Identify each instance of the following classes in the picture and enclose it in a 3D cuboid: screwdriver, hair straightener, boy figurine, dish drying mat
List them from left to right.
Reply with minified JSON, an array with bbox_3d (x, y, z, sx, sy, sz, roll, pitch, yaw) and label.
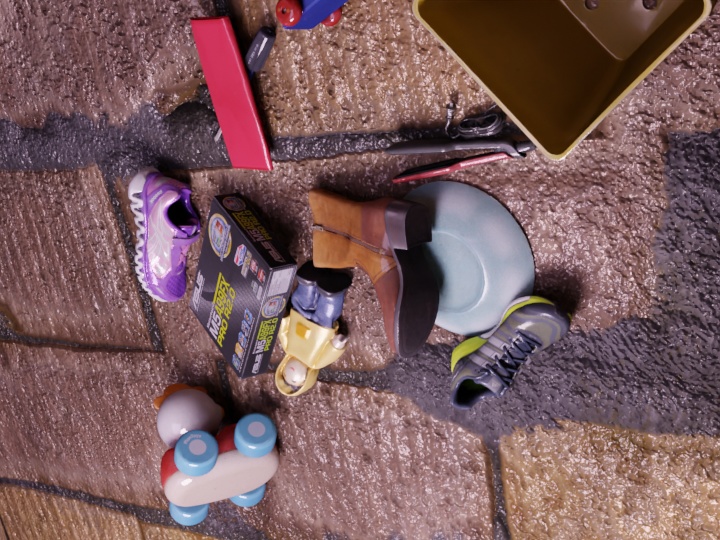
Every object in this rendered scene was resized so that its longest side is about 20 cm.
[{"bbox_3d":[-0.161,-0.221,1.308,0.077,0.018,0.201,8,124,40],"label":"dish drying mat"},{"bbox_3d":[-0.148,-0.230,1.321,0.029,0.028,0.200,21,136,-9],"label":"screwdriver"},{"bbox_3d":[-0.075,0.082,1.397,0.124,0.064,0.201,30,124,17],"label":"boy figurine"},{"bbox_3d":[0.112,-0.149,1.157,0.199,0.041,0.077,-5,110,38],"label":"hair straightener"}]

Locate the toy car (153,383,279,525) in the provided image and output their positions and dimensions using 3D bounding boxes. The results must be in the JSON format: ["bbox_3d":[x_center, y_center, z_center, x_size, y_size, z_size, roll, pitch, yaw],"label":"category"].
[{"bbox_3d":[-0.231,0.241,1.559,0.200,0.176,0.185,61,153,32],"label":"toy car"}]

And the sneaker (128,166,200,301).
[{"bbox_3d":[-0.267,-0.045,1.465,0.088,0.080,0.201,8,117,24],"label":"sneaker"}]

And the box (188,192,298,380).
[{"bbox_3d":[-0.163,0.022,1.407,0.160,0.044,0.201,49,135,34],"label":"box"}]

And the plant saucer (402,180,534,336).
[{"bbox_3d":[0.108,-0.005,1.235,0.200,0.039,0.202,17,122,29],"label":"plant saucer"}]

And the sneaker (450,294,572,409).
[{"bbox_3d":[0.172,0.102,1.205,0.074,0.081,0.200,31,135,-12],"label":"sneaker"}]

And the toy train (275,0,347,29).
[{"bbox_3d":[-0.025,-0.357,1.131,0.200,0.084,0.116,-28,82,41],"label":"toy train"}]

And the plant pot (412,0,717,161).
[{"bbox_3d":[0.205,-0.257,0.943,0.200,0.176,0.200,47,131,5],"label":"plant pot"}]

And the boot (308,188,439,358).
[{"bbox_3d":[0.000,0.000,1.259,0.199,0.068,0.189,9,112,49],"label":"boot"}]
